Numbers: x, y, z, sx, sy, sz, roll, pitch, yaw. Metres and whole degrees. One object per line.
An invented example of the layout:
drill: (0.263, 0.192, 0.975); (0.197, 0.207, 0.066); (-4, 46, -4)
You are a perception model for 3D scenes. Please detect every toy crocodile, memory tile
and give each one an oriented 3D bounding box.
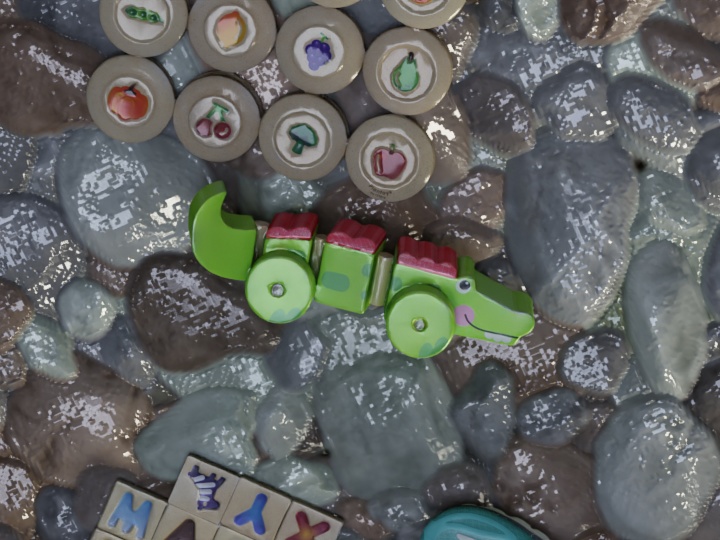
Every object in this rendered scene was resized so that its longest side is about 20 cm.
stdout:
toy crocodile: (0.000, 0.000, 1.494); (0.198, 0.068, 0.062); (14, 109, 2)
memory tile: (-0.046, -0.125, 1.484); (0.198, 0.017, 0.154); (13, 109, 2)

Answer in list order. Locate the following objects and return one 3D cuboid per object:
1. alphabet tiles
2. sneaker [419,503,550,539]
alphabet tiles: (-0.093, 0.212, 1.608); (0.165, 0.006, 0.201); (24, 110, -3)
sneaker: (0.099, 0.207, 1.515); (0.077, 0.080, 0.200); (-41, 63, 7)
